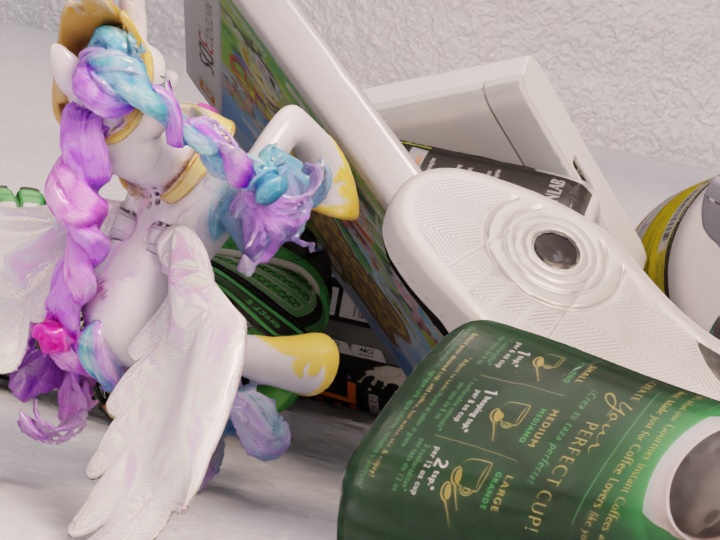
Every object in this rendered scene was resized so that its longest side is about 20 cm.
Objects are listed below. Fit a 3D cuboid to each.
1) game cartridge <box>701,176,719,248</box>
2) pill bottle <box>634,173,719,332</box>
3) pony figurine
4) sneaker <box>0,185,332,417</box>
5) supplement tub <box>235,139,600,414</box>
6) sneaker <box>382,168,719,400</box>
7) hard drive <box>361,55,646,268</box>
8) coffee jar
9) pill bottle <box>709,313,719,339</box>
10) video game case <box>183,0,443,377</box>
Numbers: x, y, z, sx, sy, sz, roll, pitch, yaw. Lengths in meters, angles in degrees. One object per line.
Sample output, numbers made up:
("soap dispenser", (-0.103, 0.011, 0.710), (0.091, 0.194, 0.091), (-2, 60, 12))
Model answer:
("game cartridge", (0.236, 0.017, 1.108), (0.133, 0.041, 0.200), (1, 24, -38))
("pill bottle", (0.185, 0.010, 1.435), (0.112, 0.113, 0.200), (10, -5, -5))
("pony figurine", (-0.079, 0.006, 1.034), (0.166, 0.194, 0.200), (18, -9, 28))
("sneaker", (-0.112, 0.018, 1.205), (0.199, 0.078, 0.085), (-1, 38, 2))
("supplement tub", (0.000, 0.000, 1.329), (0.199, 0.123, 0.123), (13, 7, 9))
("sneaker", (0.079, 0.058, 1.022), (0.200, 0.112, 0.073), (34, 48, 5))
("hard drive", (0.018, -0.030, 1.403), (0.199, 0.027, 0.132), (-9, -48, 31))
("coffee jar", (0.099, 0.087, 0.888), (0.199, 0.086, 0.104), (16, 48, 31))
("pill bottle", (0.188, 0.060, 1.192), (0.112, 0.114, 0.200), (12, 7, 7))
("video game case", (-0.008, -0.034, 1.180), (0.200, 0.022, 0.182), (54, -10, 10))
